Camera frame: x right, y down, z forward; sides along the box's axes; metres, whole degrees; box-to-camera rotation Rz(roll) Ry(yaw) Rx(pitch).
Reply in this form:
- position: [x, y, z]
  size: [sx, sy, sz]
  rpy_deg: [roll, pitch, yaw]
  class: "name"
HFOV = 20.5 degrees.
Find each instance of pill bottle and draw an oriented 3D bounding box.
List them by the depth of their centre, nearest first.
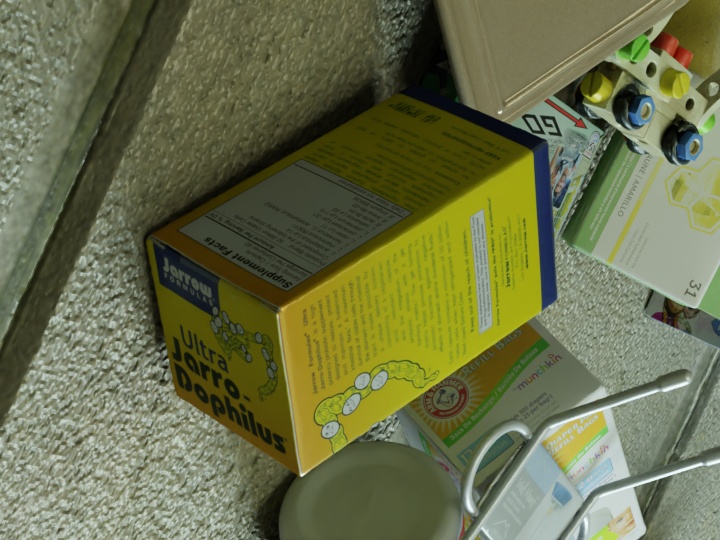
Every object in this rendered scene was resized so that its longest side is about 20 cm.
- position: [0.016, 0.214, 1.275]
  size: [0.116, 0.115, 0.201]
  rpy_deg: [-43, 143, -30]
  class: "pill bottle"

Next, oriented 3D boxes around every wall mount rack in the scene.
- position: [0.143, 0.141, 1.239]
  size: [0.174, 0.074, 0.200]
  rpy_deg: [-52, 146, -10]
  class: "wall mount rack"

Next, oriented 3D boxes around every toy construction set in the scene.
- position: [0.204, -0.145, 1.297]
  size: [0.199, 0.092, 0.132]
  rpy_deg: [27, 86, -31]
  class: "toy construction set"

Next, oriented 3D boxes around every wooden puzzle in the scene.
- position: [0.111, -0.192, 1.138]
  size: [0.200, 0.037, 0.186]
  rpy_deg: [-38, 135, -22]
  class: "wooden puzzle"

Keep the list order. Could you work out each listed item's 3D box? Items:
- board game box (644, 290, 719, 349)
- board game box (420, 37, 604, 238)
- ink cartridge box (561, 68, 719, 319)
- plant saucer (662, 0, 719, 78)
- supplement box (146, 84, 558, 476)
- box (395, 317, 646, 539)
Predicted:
- position: [0.356, 0.065, 1.596]
  size: [0.199, 0.199, 0.041]
  rpy_deg: [12, 102, -59]
  class: "board game box"
- position: [0.079, -0.057, 1.257]
  size: [0.200, 0.029, 0.135]
  rpy_deg: [22, 93, -59]
  class: "board game box"
- position: [0.260, -0.040, 1.395]
  size: [0.146, 0.199, 0.048]
  rpy_deg: [-63, -171, 3]
  class: "ink cartridge box"
- position: [0.282, -0.231, 1.417]
  size: [0.200, 0.048, 0.201]
  rpy_deg: [-34, 138, -40]
  class: "plant saucer"
- position: [0.000, 0.000, 1.074]
  size: [0.199, 0.108, 0.110]
  rpy_deg: [-32, 131, -31]
  class: "supplement box"
- position: [0.108, 0.129, 1.341]
  size: [0.112, 0.101, 0.201]
  rpy_deg: [-36, 143, -10]
  class: "box"
